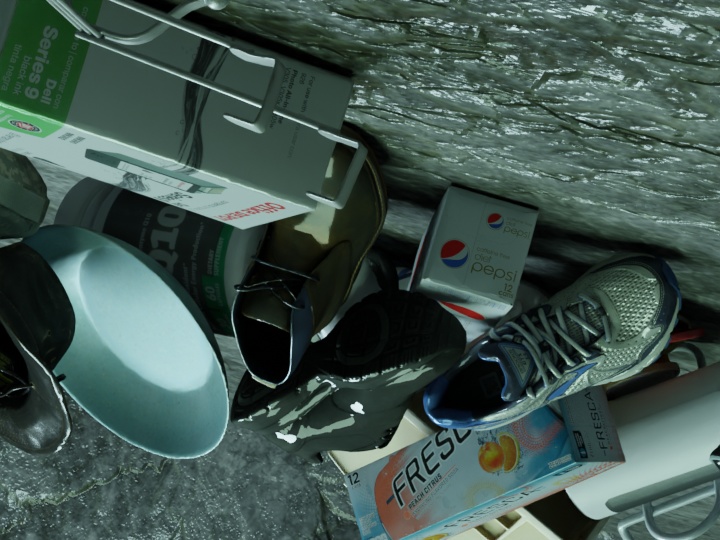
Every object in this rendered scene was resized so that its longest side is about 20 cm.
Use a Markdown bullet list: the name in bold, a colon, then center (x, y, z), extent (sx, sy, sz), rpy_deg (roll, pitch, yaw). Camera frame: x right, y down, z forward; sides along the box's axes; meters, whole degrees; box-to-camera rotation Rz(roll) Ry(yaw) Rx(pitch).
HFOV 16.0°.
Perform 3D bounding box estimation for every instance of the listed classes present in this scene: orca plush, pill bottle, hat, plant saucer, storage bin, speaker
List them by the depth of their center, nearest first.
- **orca plush**: center (0.000, 0.000, 1.758), extent (0.105, 0.071, 0.200), rpy_deg (-10, 123, 38)
- **hat**: center (-0.249, 0.033, 1.794), extent (0.201, 0.081, 0.201), rpy_deg (35, 151, 23)
- **plant saucer**: center (-0.160, 0.042, 1.811), extent (0.201, 0.039, 0.201), rpy_deg (28, 140, 26)
- **speaker**: center (0.242, 0.111, 1.830), extent (0.200, 0.081, 0.081), rpy_deg (-22, 151, 28)
- **pill bottle**: center (-0.122, -0.014, 1.848), extent (0.200, 0.113, 0.113), rpy_deg (9, 168, 41)
- **storage bin**: center (0.104, 0.143, 1.990), extent (0.199, 0.094, 0.200), rpy_deg (40, -148, 5)

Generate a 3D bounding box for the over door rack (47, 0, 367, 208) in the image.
- **over door rack**: center (-0.086, -0.122, 1.242), extent (0.200, 0.067, 0.148), rpy_deg (35, 178, 22)

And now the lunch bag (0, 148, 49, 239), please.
- **lunch bag**: center (-0.322, -0.089, 1.743), extent (0.200, 0.118, 0.164), rpy_deg (17, 173, 24)

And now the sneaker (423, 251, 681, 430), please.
- **sneaker**: center (0.124, 0.056, 1.693), extent (0.200, 0.077, 0.085), rpy_deg (-35, 169, 29)

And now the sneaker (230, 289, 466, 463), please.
- **sneaker**: center (0.005, 0.075, 1.718), extent (0.091, 0.076, 0.200), rpy_deg (40, 140, -27)

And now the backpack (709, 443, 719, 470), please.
- **backpack**: center (0.353, 0.114, 1.677), extent (0.200, 0.151, 0.177), rpy_deg (31, 166, -34)

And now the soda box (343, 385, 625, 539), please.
- **soda box**: center (0.086, 0.141, 1.825), extent (0.200, 0.064, 0.068), rpy_deg (-28, 160, 33)

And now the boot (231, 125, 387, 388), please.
- **boot**: center (-0.034, -0.007, 1.623), extent (0.075, 0.097, 0.200), rpy_deg (19, 147, 9)

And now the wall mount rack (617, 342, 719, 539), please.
- **wall mount rack**: center (0.274, 0.135, 1.921), extent (0.174, 0.200, 0.075), rpy_deg (-21, 129, 19)

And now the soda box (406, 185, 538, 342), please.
- **soda box**: center (0.071, -0.001, 1.737), extent (0.064, 0.068, 0.200), rpy_deg (16, 170, -2)

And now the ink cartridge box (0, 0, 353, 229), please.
- **ink cartridge box**: center (-0.124, -0.095, 1.459), extent (0.200, 0.084, 0.146), rpy_deg (18, 171, -17)

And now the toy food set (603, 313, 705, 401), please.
- **toy food set**: center (0.152, 0.073, 1.860), extent (0.198, 0.049, 0.200), rpy_deg (-16, 163, 1)

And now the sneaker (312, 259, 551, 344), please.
- **sneaker**: center (0.047, 0.022, 1.961), extent (0.200, 0.081, 0.146), rpy_deg (-3, -164, -1)
